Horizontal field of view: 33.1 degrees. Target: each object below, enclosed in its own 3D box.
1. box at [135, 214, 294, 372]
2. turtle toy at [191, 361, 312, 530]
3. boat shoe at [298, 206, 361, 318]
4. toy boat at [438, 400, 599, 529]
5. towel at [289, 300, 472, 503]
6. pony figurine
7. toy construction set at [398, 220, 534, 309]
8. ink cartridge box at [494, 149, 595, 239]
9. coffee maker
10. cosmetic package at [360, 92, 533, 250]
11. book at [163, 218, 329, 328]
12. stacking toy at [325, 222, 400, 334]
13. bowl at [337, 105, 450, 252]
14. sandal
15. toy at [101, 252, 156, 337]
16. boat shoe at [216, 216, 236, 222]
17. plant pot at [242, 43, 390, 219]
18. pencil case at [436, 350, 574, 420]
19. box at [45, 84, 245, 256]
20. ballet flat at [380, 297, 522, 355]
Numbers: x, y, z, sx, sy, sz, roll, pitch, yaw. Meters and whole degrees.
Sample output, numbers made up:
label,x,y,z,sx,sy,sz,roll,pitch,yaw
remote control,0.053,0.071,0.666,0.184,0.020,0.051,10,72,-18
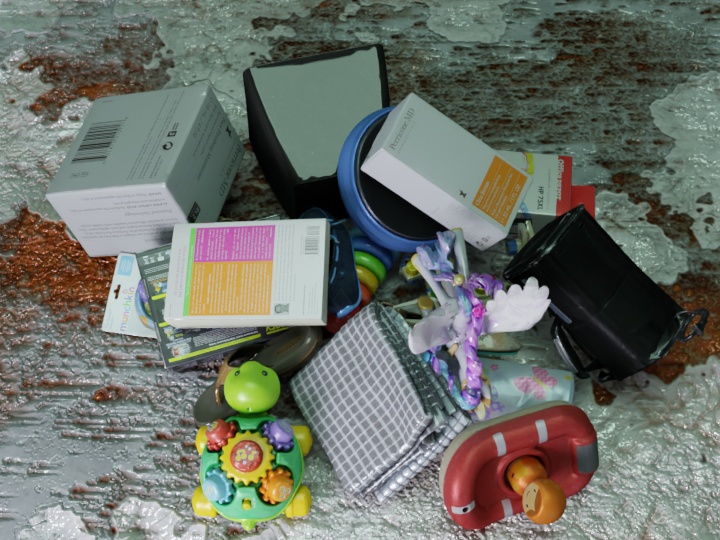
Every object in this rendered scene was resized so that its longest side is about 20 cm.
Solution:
label,x,y,z,sx,sy,sz,roll,pitch,yaw
box,-0.179,0.030,1.586,0.200,0.044,0.161,-16,80,-8
turtle toy,-0.132,0.211,1.454,0.145,0.101,0.200,-1,68,1
boat shoe,-0.046,-0.027,1.602,0.084,0.069,0.200,-41,40,10
toy boat,0.195,0.244,1.407,0.200,0.131,0.131,-16,31,-9
towel,0.016,0.160,1.473,0.166,0.086,0.200,-44,55,18
pony figurine,0.120,0.052,1.416,0.166,0.193,0.200,-11,54,-9
toy construction set,0.158,0.012,1.626,0.200,0.092,0.131,-18,54,2
ink cartridge box,0.237,-0.105,1.718,0.200,0.067,0.116,5,54,5
coffee maker,0.302,0.021,1.507,0.200,0.192,0.135,44,42,-6
cosmetic package,0.113,-0.126,1.565,0.200,0.071,0.102,33,63,-12
book,-0.141,0.002,1.524,0.200,0.048,0.134,-1,73,11
stacking toy,0.000,0.000,1.645,0.085,0.085,0.200,19,61,15
bowl,0.068,-0.125,1.617,0.200,0.039,0.201,4,80,-22
sandal,-0.138,0.124,1.528,0.200,0.055,0.082,-35,35,11
toy,-0.243,0.033,1.627,0.200,0.047,0.115,8,69,3
boat shoe,-0.184,-0.042,1.682,0.200,0.066,0.074,11,54,9
plant pot,-0.046,-0.177,1.714,0.200,0.200,0.178,-13,67,-8
pencil case,0.169,0.156,1.517,0.200,0.083,0.091,7,58,7
box,-0.295,-0.137,1.683,0.200,0.131,0.199,-3,49,24
ballet flat,0.108,0.069,1.554,0.200,0.067,0.068,3,8,16
